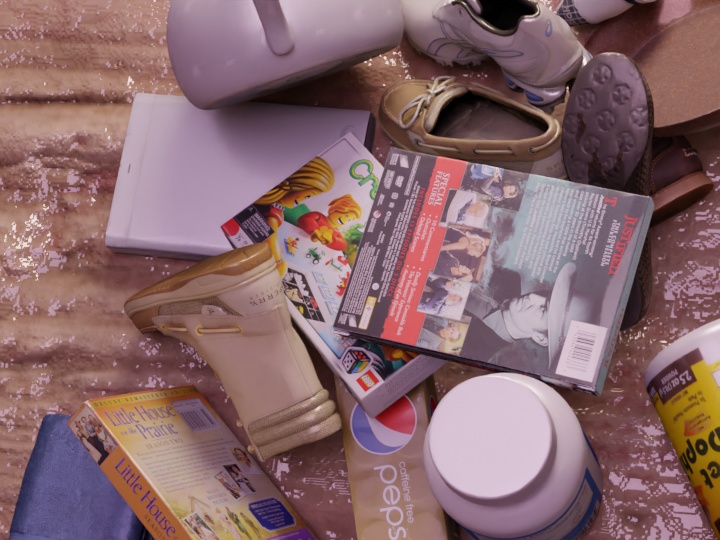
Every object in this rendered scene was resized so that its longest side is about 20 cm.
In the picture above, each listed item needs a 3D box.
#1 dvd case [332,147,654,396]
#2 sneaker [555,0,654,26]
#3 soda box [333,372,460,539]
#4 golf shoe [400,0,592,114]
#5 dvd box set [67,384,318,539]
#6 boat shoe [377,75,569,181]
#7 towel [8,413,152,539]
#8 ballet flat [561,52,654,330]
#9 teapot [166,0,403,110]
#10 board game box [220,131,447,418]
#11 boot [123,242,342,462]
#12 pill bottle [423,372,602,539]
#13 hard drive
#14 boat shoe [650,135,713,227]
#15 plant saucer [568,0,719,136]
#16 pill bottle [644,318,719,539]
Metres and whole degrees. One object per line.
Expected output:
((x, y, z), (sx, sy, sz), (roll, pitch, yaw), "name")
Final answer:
((0.092, -0.002, 1.351), (0.199, 0.022, 0.147), (11, 75, 23), "dvd case")
((0.183, -0.288, 1.513), (0.080, 0.076, 0.201), (-22, 56, 37), "sneaker")
((0.029, 0.150, 1.411), (0.067, 0.064, 0.201), (-12, 71, 9), "soda box")
((0.093, -0.200, 1.470), (0.078, 0.097, 0.200), (-48, 46, -14), "golf shoe")
((-0.108, 0.170, 1.388), (0.029, 0.146, 0.200), (-47, 72, 20), "dvd box set")
((0.084, -0.112, 1.451), (0.073, 0.063, 0.200), (-45, 45, -14), "boat shoe")
((-0.216, 0.212, 1.455), (0.111, 0.049, 0.201), (10, 76, 15), "towel")
((0.183, -0.056, 1.374), (0.067, 0.046, 0.201), (-1, 101, 25), "ballet flat")
((-0.069, -0.215, 1.466), (0.200, 0.197, 0.147), (-14, 95, 48), "teapot")
((0.000, 0.000, 1.425), (0.126, 0.035, 0.200), (-37, 57, -7), "board game box")
((-0.096, 0.068, 1.439), (0.073, 0.200, 0.156), (-30, 97, -33), "boot")
((0.104, 0.133, 1.326), (0.112, 0.200, 0.113), (-4, 72, 12), "pill bottle")
((-0.096, -0.070, 1.529), (0.199, 0.026, 0.133), (6, 74, 15), "hard drive")
((0.163, -0.043, 1.439), (0.199, 0.070, 0.071), (-29, 77, -6), "boat shoe")
((0.253, -0.161, 1.433), (0.200, 0.037, 0.201), (-21, 35, 16), "plant saucer")
((0.284, 0.136, 1.333), (0.109, 0.109, 0.201), (-25, 69, 4), "pill bottle")
